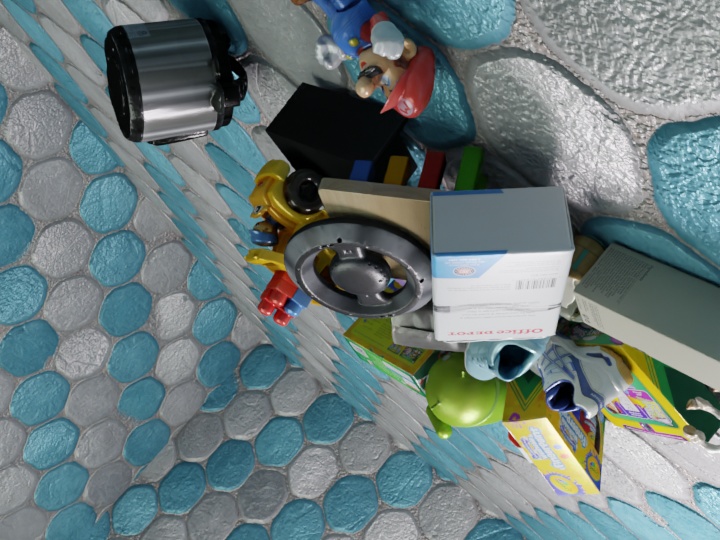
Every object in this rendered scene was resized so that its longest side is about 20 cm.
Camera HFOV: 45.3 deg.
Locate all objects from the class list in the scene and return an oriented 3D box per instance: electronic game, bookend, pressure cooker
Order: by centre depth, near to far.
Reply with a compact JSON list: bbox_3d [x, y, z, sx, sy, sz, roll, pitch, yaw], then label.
[{"bbox_3d":[0.000,0.000,1.096,0.199,0.042,0.201,8,145,6],"label":"electronic game"},{"bbox_3d":[0.003,-0.142,1.196,0.199,0.092,0.199,25,163,39],"label":"bookend"},{"bbox_3d":[-0.272,-0.290,1.305,0.179,0.199,0.177,-34,72,66],"label":"pressure cooker"}]

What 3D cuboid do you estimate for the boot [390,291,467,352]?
[{"bbox_3d":[0.142,0.056,1.209,0.199,0.073,0.183,19,129,20],"label":"boot"}]

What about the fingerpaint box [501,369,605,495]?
[{"bbox_3d":[0.294,0.208,1.276,0.073,0.167,0.200,-13,130,33],"label":"fingerpaint box"}]

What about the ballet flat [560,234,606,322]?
[{"bbox_3d":[0.259,0.025,1.053,0.068,0.063,0.200,32,163,26],"label":"ballet flat"}]

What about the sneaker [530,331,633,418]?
[{"bbox_3d":[0.257,0.135,1.111,0.075,0.088,0.200,50,167,-12],"label":"sneaker"}]

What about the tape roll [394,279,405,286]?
[{"bbox_3d":[0.088,-0.030,1.355,0.200,0.066,0.200,39,166,12],"label":"tape roll"}]

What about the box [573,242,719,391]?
[{"bbox_3d":[0.330,0.050,0.905,0.200,0.082,0.068,32,162,41],"label":"box"}]

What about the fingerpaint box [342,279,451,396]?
[{"bbox_3d":[0.096,0.107,1.493,0.200,0.167,0.073,24,155,50],"label":"fingerpaint box"}]

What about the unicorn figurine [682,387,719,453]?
[{"bbox_3d":[0.436,0.170,0.956,0.137,0.074,0.200,21,154,7],"label":"unicorn figurine"}]

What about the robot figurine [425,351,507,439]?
[{"bbox_3d":[0.175,0.184,1.347,0.116,0.176,0.200,43,-164,26],"label":"robot figurine"}]

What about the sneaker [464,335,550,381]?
[{"bbox_3d":[0.180,0.110,1.122,0.074,0.082,0.200,28,147,-1],"label":"sneaker"}]

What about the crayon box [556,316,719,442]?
[{"bbox_3d":[0.354,0.138,1.138,0.173,0.058,0.200,48,165,-9],"label":"crayon box"}]

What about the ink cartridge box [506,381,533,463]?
[{"bbox_3d":[0.262,0.199,1.322,0.057,0.164,0.200,-4,158,14],"label":"ink cartridge box"}]

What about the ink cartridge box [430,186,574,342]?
[{"bbox_3d":[0.151,-0.002,0.968,0.144,0.084,0.200,-3,149,4],"label":"ink cartridge box"}]

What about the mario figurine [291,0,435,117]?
[{"bbox_3d":[-0.006,-0.236,0.905,0.200,0.106,0.123,49,-159,5],"label":"mario figurine"}]

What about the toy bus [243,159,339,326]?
[{"bbox_3d":[-0.094,-0.029,1.210,0.200,0.192,0.136,39,167,-17],"label":"toy bus"}]

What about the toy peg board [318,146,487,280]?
[{"bbox_3d":[0.074,-0.073,1.073,0.198,0.098,0.200,8,152,17],"label":"toy peg board"}]
